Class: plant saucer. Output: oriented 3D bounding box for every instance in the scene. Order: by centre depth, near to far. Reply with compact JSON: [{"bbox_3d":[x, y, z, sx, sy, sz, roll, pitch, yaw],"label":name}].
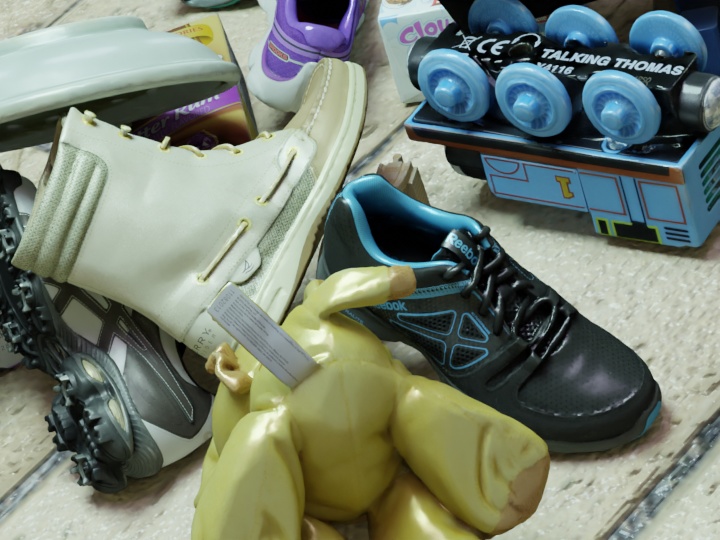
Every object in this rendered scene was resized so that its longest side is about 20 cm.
[{"bbox_3d":[-0.168,-0.107,1.543,0.199,0.051,0.200,-13,-1,0],"label":"plant saucer"}]

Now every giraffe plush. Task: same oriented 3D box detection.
[{"bbox_3d":[-0.022,0.085,1.342,0.172,0.201,0.162,-31,8,-10],"label":"giraffe plush"}]

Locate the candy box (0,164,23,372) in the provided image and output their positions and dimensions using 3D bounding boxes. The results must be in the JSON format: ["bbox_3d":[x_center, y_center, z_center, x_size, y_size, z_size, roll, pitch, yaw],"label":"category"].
[{"bbox_3d":[-0.285,0.012,1.608,0.199,0.072,0.168,-26,37,-9],"label":"candy box"}]

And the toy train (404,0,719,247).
[{"bbox_3d":[0.116,-0.082,1.506,0.199,0.115,0.087,10,42,34],"label":"toy train"}]

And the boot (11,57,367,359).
[{"bbox_3d":[-0.089,-0.056,1.474,0.154,0.072,0.201,24,61,-5],"label":"boot"}]

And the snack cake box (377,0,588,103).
[{"bbox_3d":[0.083,-0.196,1.707,0.114,0.067,0.201,-7,38,15],"label":"snack cake box"}]

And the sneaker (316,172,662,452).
[{"bbox_3d":[0.062,0.023,1.386,0.199,0.082,0.073,28,58,16],"label":"sneaker"}]

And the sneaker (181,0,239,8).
[{"bbox_3d":[-0.111,-0.235,1.842,0.199,0.084,0.121,19,41,39],"label":"sneaker"}]

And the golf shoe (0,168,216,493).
[{"bbox_3d":[-0.143,0.026,1.495,0.094,0.078,0.201,-17,65,-24],"label":"golf shoe"}]

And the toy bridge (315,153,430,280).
[{"bbox_3d":[0.000,0.000,1.495,0.027,0.067,0.201,-5,39,20],"label":"toy bridge"}]

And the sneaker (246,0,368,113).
[{"bbox_3d":[-0.020,-0.181,1.708,0.080,0.084,0.201,16,41,-14],"label":"sneaker"}]

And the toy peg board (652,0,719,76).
[{"bbox_3d":[0.259,-0.183,1.583,0.198,0.098,0.201,-9,37,14],"label":"toy peg board"}]

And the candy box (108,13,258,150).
[{"bbox_3d":[-0.119,-0.068,1.649,0.116,0.057,0.200,-20,35,2],"label":"candy box"}]

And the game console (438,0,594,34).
[{"bbox_3d":[0.134,-0.219,1.554,0.199,0.176,0.117,-15,68,16],"label":"game console"}]
